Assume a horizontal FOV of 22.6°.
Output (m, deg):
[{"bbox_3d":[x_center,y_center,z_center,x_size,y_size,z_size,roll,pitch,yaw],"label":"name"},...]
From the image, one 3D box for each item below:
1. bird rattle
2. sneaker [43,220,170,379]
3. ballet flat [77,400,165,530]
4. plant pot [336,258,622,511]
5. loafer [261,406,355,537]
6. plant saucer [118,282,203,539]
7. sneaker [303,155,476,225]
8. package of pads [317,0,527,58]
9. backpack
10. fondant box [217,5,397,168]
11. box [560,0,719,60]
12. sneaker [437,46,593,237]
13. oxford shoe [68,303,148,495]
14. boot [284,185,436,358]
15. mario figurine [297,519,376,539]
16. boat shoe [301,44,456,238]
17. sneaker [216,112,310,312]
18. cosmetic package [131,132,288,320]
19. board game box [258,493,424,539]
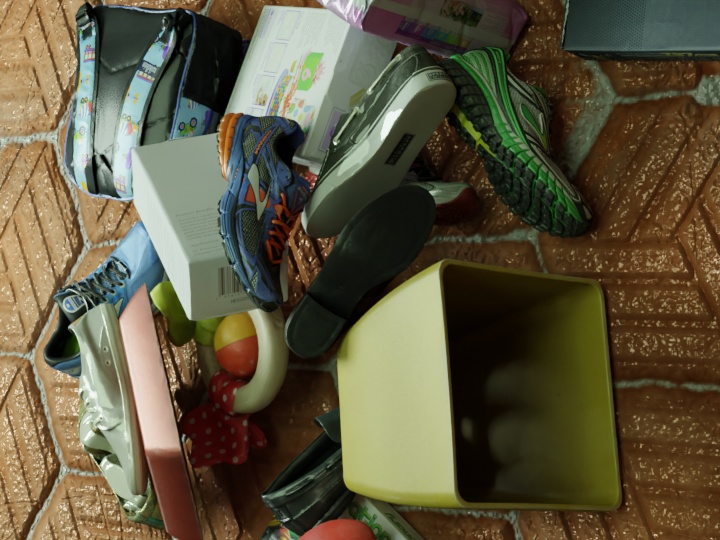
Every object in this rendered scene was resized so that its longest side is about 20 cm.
[{"bbox_3d":[-0.128,0.085,1.752,0.163,0.112,0.201,-33,58,49],"label":"bird rattle"},{"bbox_3d":[-0.270,0.033,1.906,0.079,0.089,0.201,42,108,34],"label":"sneaker"},{"bbox_3d":[-0.254,0.192,1.881,0.071,0.070,0.200,-54,55,18],"label":"ballet flat"},{"bbox_3d":[0.087,0.116,1.552,0.176,0.199,0.202,-18,71,47],"label":"plant pot"},{"bbox_3d":[-0.011,0.154,1.657,0.201,0.070,0.068,-50,22,-6],"label":"loafer"},{"bbox_3d":[-0.196,0.149,1.753,0.036,0.201,0.201,-13,54,-6],"label":"plant saucer"},{"bbox_3d":[0.027,-0.095,1.699,0.199,0.078,0.083,18,92,39],"label":"sneaker"},{"bbox_3d":[0.045,-0.252,1.635,0.121,0.199,0.076,46,115,38],"label":"package of pads"},{"bbox_3d":[-0.216,-0.166,1.868,0.182,0.134,0.202,9,87,39],"label":"backpack"},{"bbox_3d":[-0.054,-0.178,1.741,0.200,0.058,0.145,18,88,61],"label":"fondant box"},{"bbox_3d":[0.275,-0.261,1.547,0.199,0.051,0.159,6,87,39],"label":"box"},{"bbox_3d":[0.149,-0.119,1.602,0.201,0.085,0.078,57,159,10],"label":"sneaker"},{"bbox_3d":[-0.254,0.133,1.823,0.057,0.075,0.201,-14,77,-7],"label":"oxford shoe"},{"bbox_3d":[0.000,0.000,1.658,0.068,0.200,0.189,32,93,-1],"label":"boot"},{"bbox_3d":[-0.028,0.313,1.645,0.123,0.106,0.201,26,114,2],"label":"mario figurine"},{"bbox_3d":[0.009,-0.114,1.621,0.200,0.070,0.064,-49,52,23],"label":"boat shoe"},{"bbox_3d":[-0.083,-0.059,1.598,0.078,0.075,0.201,-10,65,11],"label":"sneaker"},{"bbox_3d":[-0.146,-0.045,1.717,0.200,0.101,0.074,-121,26,-49],"label":"cosmetic package"},{"bbox_3d":[-0.005,0.276,1.687,0.200,0.035,0.127,41,107,36],"label":"board game box"}]
